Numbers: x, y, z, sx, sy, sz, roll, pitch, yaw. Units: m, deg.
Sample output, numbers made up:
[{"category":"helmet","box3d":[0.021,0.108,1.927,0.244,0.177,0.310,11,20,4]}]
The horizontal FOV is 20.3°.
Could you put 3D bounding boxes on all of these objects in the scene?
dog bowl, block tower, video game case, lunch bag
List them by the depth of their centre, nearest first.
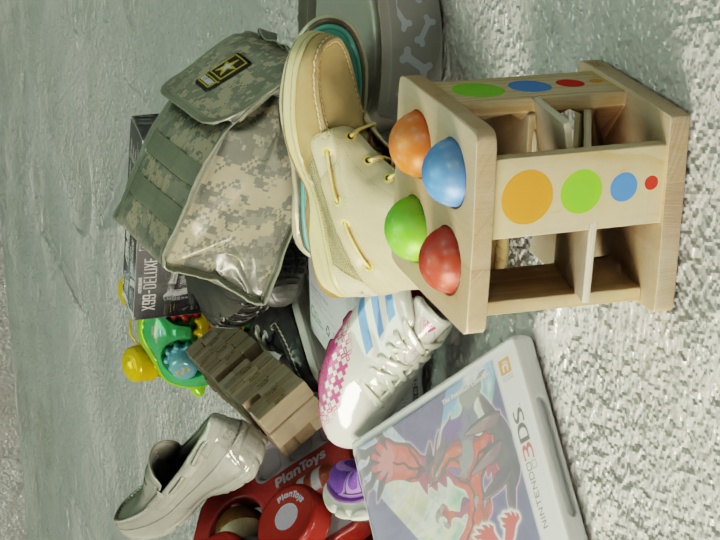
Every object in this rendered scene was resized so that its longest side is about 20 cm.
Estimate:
[{"category":"video game case","box3d":[0.076,0.170,1.444,0.200,0.023,0.184,-38,58,44]},{"category":"dog bowl","box3d":[0.007,-0.184,1.590,0.200,0.058,0.202,175,90,-71]},{"category":"lunch bag","box3d":[-0.105,-0.097,1.642,0.201,0.117,0.164,-65,27,6]},{"category":"block tower","box3d":[-0.095,0.102,1.810,0.054,0.058,0.200,54,171,-28]}]

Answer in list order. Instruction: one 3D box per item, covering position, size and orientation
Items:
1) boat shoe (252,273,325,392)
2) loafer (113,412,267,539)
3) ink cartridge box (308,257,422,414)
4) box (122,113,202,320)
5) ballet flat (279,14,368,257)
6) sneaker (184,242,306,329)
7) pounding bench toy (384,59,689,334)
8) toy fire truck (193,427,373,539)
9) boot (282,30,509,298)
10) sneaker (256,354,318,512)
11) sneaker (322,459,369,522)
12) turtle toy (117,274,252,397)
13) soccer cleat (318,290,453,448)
[{"category":"boat shoe","box3d":[-0.073,0.040,1.839,0.074,0.060,0.201,56,-170,-50]},{"category":"loafer","box3d":[-0.162,0.179,1.786,0.200,0.070,0.070,-37,24,38]},{"category":"ink cartridge box","box3d":[0.000,0.000,1.664,0.200,0.040,0.202,-128,31,-58]},{"category":"box","box3d":[-0.142,-0.054,1.905,0.050,0.156,0.202,-122,31,-51]},{"category":"ballet flat","box3d":[-0.028,-0.107,1.541,0.070,0.069,0.202,-128,38,-57]},{"category":"sneaker","box3d":[-0.103,0.013,1.782,0.200,0.075,0.092,-153,65,-64]},{"category":"pounding bench toy","box3d":[0.085,-0.060,1.254,0.200,0.154,0.125,-133,42,-61]},{"category":"toy fire truck","box3d":[-0.071,0.220,1.769,0.199,0.112,0.169,-34,42,21]},{"category":"boot","box3d":[0.028,-0.074,1.436,0.154,0.073,0.202,3,109,36]},{"category":"sneaker","box3d":[-0.101,0.177,1.872,0.078,0.138,0.202,-167,73,-73]},{"category":"sneaker","box3d":[0.034,0.155,1.597,0.200,0.080,0.084,-14,80,61]},{"category":"turtle toy","box3d":[-0.164,0.031,2.051,0.101,0.145,0.202,10,105,49]},{"category":"soccer cleat","box3d":[0.026,0.051,1.524,0.086,0.069,0.202,37,110,55]}]
